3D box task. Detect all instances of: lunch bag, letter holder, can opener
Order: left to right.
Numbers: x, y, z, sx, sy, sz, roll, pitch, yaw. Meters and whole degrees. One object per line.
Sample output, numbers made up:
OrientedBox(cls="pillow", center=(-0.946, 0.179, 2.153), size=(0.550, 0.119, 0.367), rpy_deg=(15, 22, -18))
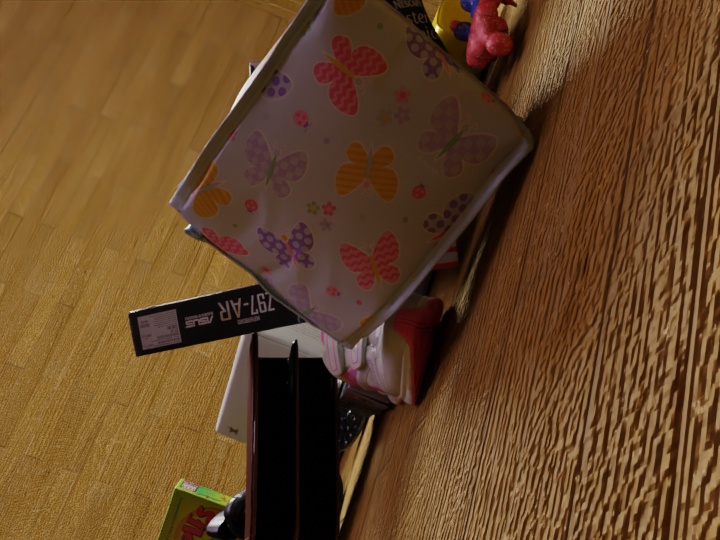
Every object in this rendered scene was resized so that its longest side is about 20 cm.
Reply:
OrientedBox(cls="can opener", center=(-0.101, 0.268, 1.030), size=(0.199, 0.077, 0.065), rpy_deg=(-21, -69, -53))
OrientedBox(cls="letter holder", center=(-0.070, 0.176, 0.883), size=(0.142, 0.098, 0.204), rpy_deg=(112, 157, -70))
OrientedBox(cls="lunch bag", center=(-0.012, -0.070, 0.569), size=(0.201, 0.169, 0.127), rpy_deg=(-52, 7, 16))

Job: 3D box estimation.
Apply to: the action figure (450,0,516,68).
OrientedBox(cls="action figure", center=(0.119, -0.236, 0.816), size=(0.201, 0.051, 0.067), rpy_deg=(-86, 8, -64))

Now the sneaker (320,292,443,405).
OrientedBox(cls="sneaker", center=(0.009, 0.061, 0.685), size=(0.200, 0.087, 0.083), rpy_deg=(113, 176, -72))

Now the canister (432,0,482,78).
OrientedBox(cls="canister", center=(0.102, -0.229, 1.096), size=(0.149, 0.085, 0.202), rpy_deg=(-74, 4, -56))

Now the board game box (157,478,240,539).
OrientedBox(cls="board game box", center=(-0.152, 0.347, 1.060), size=(0.048, 0.196, 0.103), rpy_deg=(-157, 86, -89))

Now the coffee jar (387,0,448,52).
OrientedBox(cls="coffee jar", center=(0.038, -0.214, 0.849), size=(0.103, 0.203, 0.085), rpy_deg=(-23, -7, -33))

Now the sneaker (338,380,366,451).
OrientedBox(cls="sneaker", center=(-0.003, 0.132, 1.084), size=(0.072, 0.071, 0.204), rpy_deg=(38, -121, -55))

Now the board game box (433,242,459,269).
OrientedBox(cls="board game box", center=(0.021, -0.081, 0.743), size=(0.200, 0.045, 0.155), rpy_deg=(-173, 76, -73))

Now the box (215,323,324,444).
OrientedBox(cls="box", center=(-0.092, 0.159, 1.303), size=(0.172, 0.197, 0.202), rpy_deg=(-68, -1, -62))

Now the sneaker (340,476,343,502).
OrientedBox(cls="sneaker", center=(-0.070, 0.325, 0.976), size=(0.201, 0.059, 0.105), rpy_deg=(-79, 12, -58))

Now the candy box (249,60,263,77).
OrientedBox(cls="candy box", center=(-0.055, -0.101, 0.892), size=(0.168, 0.070, 0.205), rpy_deg=(28, -123, -78))

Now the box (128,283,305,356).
OrientedBox(cls="box", center=(-0.104, 0.038, 0.840), size=(0.160, 0.196, 0.044), rpy_deg=(-4, -98, -78))

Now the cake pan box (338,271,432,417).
OrientedBox(cls="cake pan box", center=(0.027, 0.057, 0.904), size=(0.200, 0.051, 0.187), rpy_deg=(112, 179, -77))
